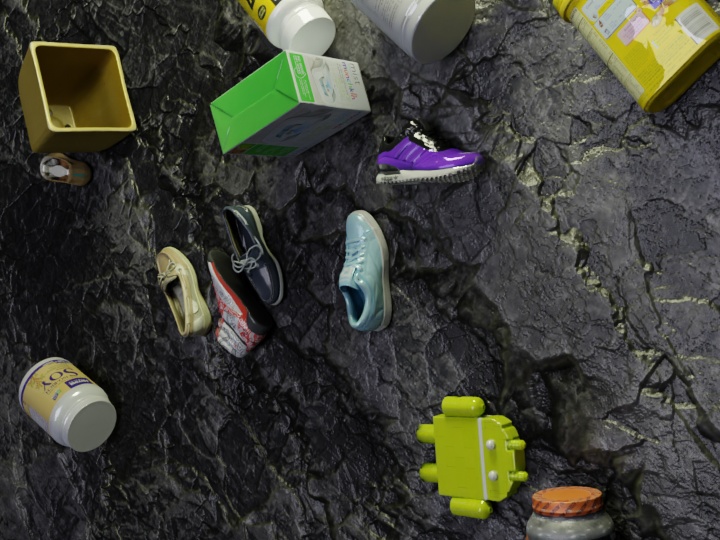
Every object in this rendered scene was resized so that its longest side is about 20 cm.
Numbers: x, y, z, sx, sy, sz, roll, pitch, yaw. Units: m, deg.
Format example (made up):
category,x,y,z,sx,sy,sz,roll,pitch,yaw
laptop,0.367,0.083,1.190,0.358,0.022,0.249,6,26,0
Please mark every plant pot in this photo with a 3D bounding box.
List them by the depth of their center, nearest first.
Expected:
category,x,y,z,sx,sy,sz,roll,pitch,yaw
plant pot,-0.622,-0.345,2.011,0.199,0.192,0.198,-27,75,48

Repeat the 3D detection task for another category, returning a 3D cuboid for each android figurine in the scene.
category,x,y,z,sx,sy,sz,roll,pitch,yaw
android figurine,0.171,0.284,1.447,0.198,0.041,0.185,-3,90,43

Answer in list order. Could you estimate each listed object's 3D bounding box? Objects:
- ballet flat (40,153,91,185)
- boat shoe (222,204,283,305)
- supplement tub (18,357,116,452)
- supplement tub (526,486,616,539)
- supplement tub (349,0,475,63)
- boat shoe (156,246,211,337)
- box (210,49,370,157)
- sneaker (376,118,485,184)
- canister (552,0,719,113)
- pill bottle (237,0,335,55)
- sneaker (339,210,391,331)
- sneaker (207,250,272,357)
category,x,y,z,sx,sy,sz,roll,pitch,yaw
ballet flat,-0.686,-0.233,2.149,0.198,0.063,0.070,10,99,41
boat shoe,-0.199,-0.029,1.735,0.074,0.061,0.203,-28,75,36
supplement tub,-0.643,0.296,2.087,0.199,0.144,0.148,27,110,36
supplement tub,0.291,0.406,1.294,0.121,0.122,0.204,-6,88,41
supplement tub,0.065,-0.423,1.438,0.200,0.131,0.133,48,121,27
boat shoe,-0.362,0.041,1.881,0.073,0.063,0.203,-39,68,35
box,-0.116,-0.272,1.575,0.199,0.175,0.098,-24,77,39
sneaker,0.101,-0.186,1.461,0.198,0.069,0.101,0,90,40
canister,0.361,-0.322,1.217,0.149,0.086,0.201,-47,65,33
pill bottle,-0.133,-0.454,1.621,0.201,0.113,0.115,53,123,25
sneaker,0.000,0.000,1.551,0.073,0.081,0.203,-17,81,39
sneaker,-0.251,0.066,1.783,0.108,0.067,0.202,-50,64,28
